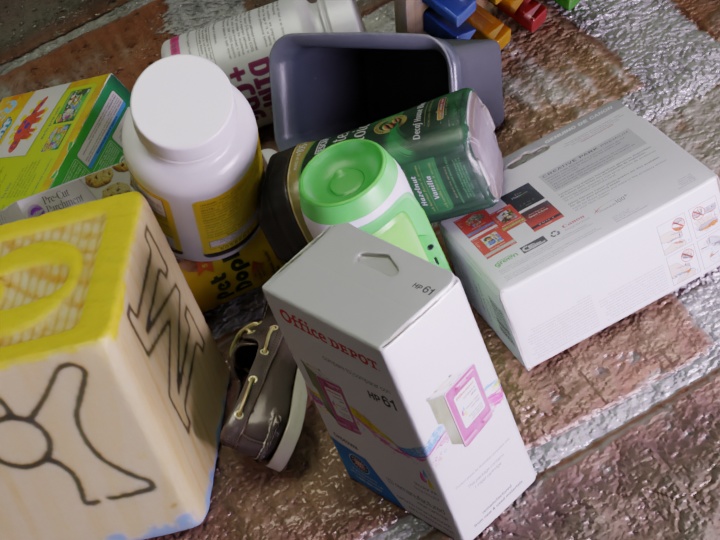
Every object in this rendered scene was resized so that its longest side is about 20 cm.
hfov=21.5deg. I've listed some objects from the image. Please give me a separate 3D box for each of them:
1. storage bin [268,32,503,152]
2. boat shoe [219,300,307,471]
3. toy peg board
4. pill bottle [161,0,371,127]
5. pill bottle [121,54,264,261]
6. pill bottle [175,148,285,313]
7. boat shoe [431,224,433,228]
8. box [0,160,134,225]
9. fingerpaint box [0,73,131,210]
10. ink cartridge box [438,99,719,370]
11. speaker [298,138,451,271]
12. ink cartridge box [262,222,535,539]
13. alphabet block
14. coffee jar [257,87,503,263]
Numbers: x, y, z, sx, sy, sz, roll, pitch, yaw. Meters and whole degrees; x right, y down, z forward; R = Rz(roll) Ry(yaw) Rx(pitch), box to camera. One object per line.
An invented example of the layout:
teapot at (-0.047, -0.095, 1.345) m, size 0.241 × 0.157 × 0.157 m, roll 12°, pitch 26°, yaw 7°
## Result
storage bin at (0.036, -0.156, 1.762) m, size 0.198 × 0.147 × 0.134 m, roll 5°, pitch 16°, yaw 34°
boat shoe at (-0.076, 0.076, 1.548) m, size 0.059 × 0.072 × 0.201 m, roll 20°, pitch 40°, yaw -13°
toy peg board at (0.133, -0.283, 1.827) m, size 0.098 × 0.200 × 0.199 m, roll 38°, pitch 72°, yaw 19°
pill bottle at (-0.090, -0.207, 1.900) m, size 0.198 × 0.114 × 0.114 m, roll -19°, pitch 35°, yaw 6°
pill bottle at (-0.135, -0.093, 1.545) m, size 0.110 × 0.200 × 0.112 m, roll 0°, pitch 69°, yaw 1°
pill bottle at (-0.143, -0.021, 1.689) m, size 0.199 × 0.110 × 0.109 m, roll -25°, pitch 35°, yaw -3°
boat shoe at (0.001, 0.000, 1.613) m, size 0.069 × 0.072 × 0.201 m, roll 1°, pitch 42°, yaw 30°
box at (-0.225, -0.065, 1.642) m, size 0.039 × 0.042 × 0.199 m, roll -23°, pitch 2°, yaw 44°
fingerpaint box at (-0.296, -0.069, 1.720) m, size 0.166 × 0.073 × 0.201 m, roll -7°, pitch 49°, yaw 42°
ink cartridge box at (0.175, -0.035, 1.551) m, size 0.199 × 0.084 × 0.176 m, roll -27°, pitch 33°, yaw -7°
speaker at (0.020, -0.007, 1.494) m, size 0.088 × 0.201 × 0.089 m, roll -14°, pitch 43°, yaw 14°
ink cartridge box at (0.028, 0.081, 1.379) m, size 0.084 × 0.201 × 0.144 m, roll -39°, pitch 38°, yaw -23°
alphabet block at (-0.233, 0.087, 1.518) m, size 0.193 × 0.201 × 0.197 m, roll -14°, pitch 36°, yaw 12°
coffee jar at (0.014, -0.075, 1.561) m, size 0.198 × 0.086 × 0.105 m, roll -18°, pitch 29°, yaw 17°
